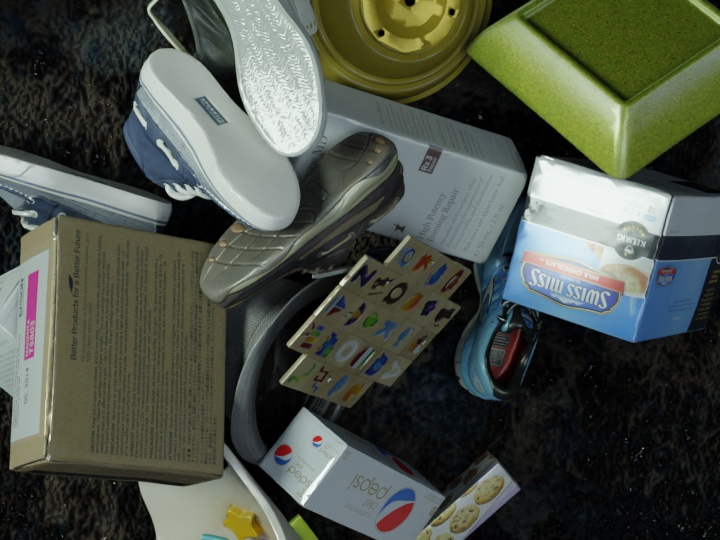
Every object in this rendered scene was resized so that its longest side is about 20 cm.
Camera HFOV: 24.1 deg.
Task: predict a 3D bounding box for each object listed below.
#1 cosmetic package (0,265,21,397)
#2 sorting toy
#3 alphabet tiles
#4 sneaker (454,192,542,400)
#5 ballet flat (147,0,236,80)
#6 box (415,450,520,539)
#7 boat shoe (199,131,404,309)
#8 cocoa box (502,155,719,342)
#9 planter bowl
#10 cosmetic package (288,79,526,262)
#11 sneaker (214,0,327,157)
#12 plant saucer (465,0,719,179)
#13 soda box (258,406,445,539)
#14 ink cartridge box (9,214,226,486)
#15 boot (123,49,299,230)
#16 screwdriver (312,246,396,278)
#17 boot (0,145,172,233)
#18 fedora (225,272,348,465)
[{"bbox_3d":[-0.244,0.089,1.448,0.200,0.102,0.074,43,57,-21],"label":"cosmetic package"},{"bbox_3d":[-0.117,0.231,1.500,0.107,0.200,0.180,-44,110,-44],"label":"sorting toy"},{"bbox_3d":[0.015,0.047,1.457,0.166,0.006,0.200,-49,152,8],"label":"alphabet tiles"},{"bbox_3d":[0.146,0.028,1.553,0.078,0.090,0.201,5,100,-16],"label":"sneaker"},{"bbox_3d":[-0.156,-0.247,1.421,0.068,0.068,0.200,-22,108,4],"label":"ballet flat"},{"bbox_3d":[0.064,0.255,1.611,0.200,0.039,0.041,-40,108,-3],"label":"box"},{"bbox_3d":[-0.040,-0.028,1.397,0.200,0.075,0.073,-37,129,-3],"label":"boat shoe"},{"bbox_3d":[0.235,-0.020,1.494,0.200,0.133,0.132,-4,110,-61],"label":"cocoa box"},{"bbox_3d":[0.033,-0.237,1.464,0.200,0.083,0.201,-3,103,-15],"label":"planter bowl"},{"bbox_3d":[0.034,-0.087,1.483,0.200,0.074,0.102,14,119,-18],"label":"cosmetic package"},{"bbox_3d":[-0.059,-0.182,1.400,0.074,0.116,0.200,-24,76,18],"label":"sneaker"},{"bbox_3d":[0.227,-0.198,1.452,0.200,0.200,0.048,-34,150,-21],"label":"plant saucer"},{"bbox_3d":[-0.003,0.190,1.512,0.068,0.064,0.200,-53,145,1],"label":"soda box"},{"bbox_3d":[-0.195,0.069,1.378,0.164,0.075,0.201,11,71,-34],"label":"ink cartridge box"},{"bbox_3d":[-0.125,-0.086,1.397,0.073,0.200,0.090,-12,144,-38],"label":"boot"},{"bbox_3d":[0.000,0.000,1.409,0.029,0.200,0.028,43,107,7],"label":"screwdriver"},{"bbox_3d":[-0.264,-0.044,1.433,0.200,0.073,0.091,18,97,-21],"label":"boot"},{"bbox_3d":[-0.075,0.071,1.480,0.177,0.090,0.200,-38,142,-36],"label":"fedora"}]
